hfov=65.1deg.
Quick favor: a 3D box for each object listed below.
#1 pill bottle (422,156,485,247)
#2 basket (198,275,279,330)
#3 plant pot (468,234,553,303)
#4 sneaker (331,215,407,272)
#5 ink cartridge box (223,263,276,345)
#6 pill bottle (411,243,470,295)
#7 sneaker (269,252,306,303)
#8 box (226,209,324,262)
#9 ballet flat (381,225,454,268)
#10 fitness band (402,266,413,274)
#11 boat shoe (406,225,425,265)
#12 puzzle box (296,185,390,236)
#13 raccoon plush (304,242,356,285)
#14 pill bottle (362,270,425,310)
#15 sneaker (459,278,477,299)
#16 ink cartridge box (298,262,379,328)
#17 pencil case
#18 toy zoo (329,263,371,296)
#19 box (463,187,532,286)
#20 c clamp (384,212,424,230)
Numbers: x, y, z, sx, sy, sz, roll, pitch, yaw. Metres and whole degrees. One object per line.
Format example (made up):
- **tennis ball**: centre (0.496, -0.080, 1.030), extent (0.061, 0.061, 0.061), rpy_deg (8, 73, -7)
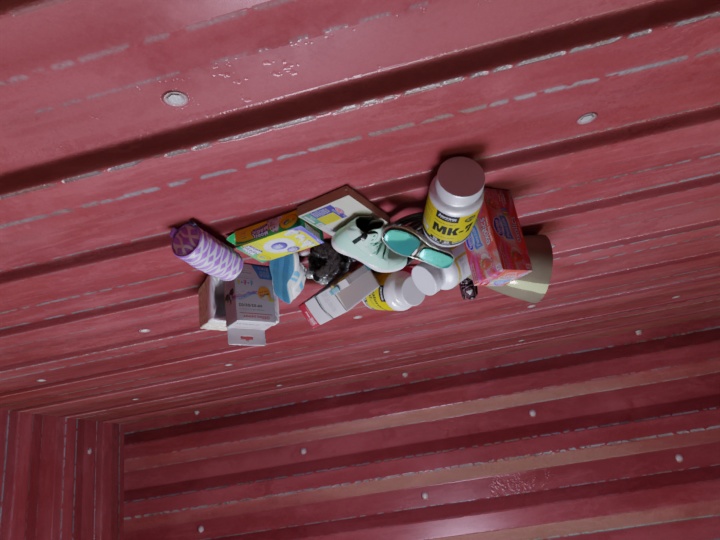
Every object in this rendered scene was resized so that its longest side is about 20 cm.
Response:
- **pill bottle**: centre (0.194, -0.141, 1.183), extent (0.113, 0.115, 0.200), rpy_deg (-7, 156, -3)
- **basket**: centre (-0.340, 0.095, 1.558), extent (0.199, 0.137, 0.123), rpy_deg (6, 157, -33)
- **plant pot**: centre (0.389, -0.015, 1.535), extent (0.198, 0.189, 0.188), rpy_deg (7, 158, -5)
- **sneaker**: centre (0.046, -0.060, 1.292), extent (0.199, 0.074, 0.118), rpy_deg (17, 148, -26)
- **ink cartridge box**: centre (-0.287, 0.089, 1.467), extent (0.114, 0.202, 0.068), rpy_deg (8, 154, -37)
- **pill bottle**: centre (0.223, -0.022, 1.401), extent (0.199, 0.112, 0.112), rpy_deg (-33, 172, -30)
- **sneaker**: centre (-0.182, -0.003, 1.460), extent (0.076, 0.081, 0.201), rpy_deg (32, 145, 15)
- **box**: centre (-0.198, -0.073, 1.303), extent (0.198, 0.049, 0.117), rpy_deg (-15, 158, 20)
- **ballet flat**: centre (0.127, -0.063, 1.283), extent (0.199, 0.070, 0.069), rpy_deg (22, 147, -25)
- **fitness band**: centre (0.171, -0.032, 1.570), extent (0.142, 0.038, 0.200), rpy_deg (-3, 158, -14)
- **boat shoe**: centre (0.149, -0.065, 1.378), extent (0.066, 0.057, 0.200), rpy_deg (-7, 165, -31)
- **puzzle box**: centre (-0.033, -0.122, 1.269), extent (0.132, 0.026, 0.200), rpy_deg (-18, 157, 24)
- **raccoon plush**: centre (-0.049, -0.008, 1.443), extent (0.198, 0.098, 0.134), rpy_deg (0, 167, 9)
- **pill bottle**: centre (0.092, 0.056, 1.584), extent (0.111, 0.112, 0.199), rpy_deg (5, 175, -31)
- **sneaker**: centre (0.318, 0.022, 1.655), extent (0.075, 0.116, 0.200), rpy_deg (-13, 159, 11)
- **ink cartridge box**: centre (-0.061, 0.071, 1.576), extent (0.146, 0.083, 0.200), rpy_deg (-36, -177, -36)
- **pencil case**: centre (-0.349, -0.038, 1.288), extent (0.085, 0.084, 0.200), rpy_deg (21, 169, 26)
- **toy zoo**: centre (0.000, 0.000, 1.418), extent (0.199, 0.021, 0.131), rpy_deg (-36, -177, -20)
- **box**: centre (0.298, -0.074, 1.280), extent (0.094, 0.202, 0.103), rpy_deg (2, 158, -30)
- **c clamp**: centre (0.110, -0.101, 1.373), extent (0.170, 0.027, 0.200), rpy_deg (-6, 164, -36)
